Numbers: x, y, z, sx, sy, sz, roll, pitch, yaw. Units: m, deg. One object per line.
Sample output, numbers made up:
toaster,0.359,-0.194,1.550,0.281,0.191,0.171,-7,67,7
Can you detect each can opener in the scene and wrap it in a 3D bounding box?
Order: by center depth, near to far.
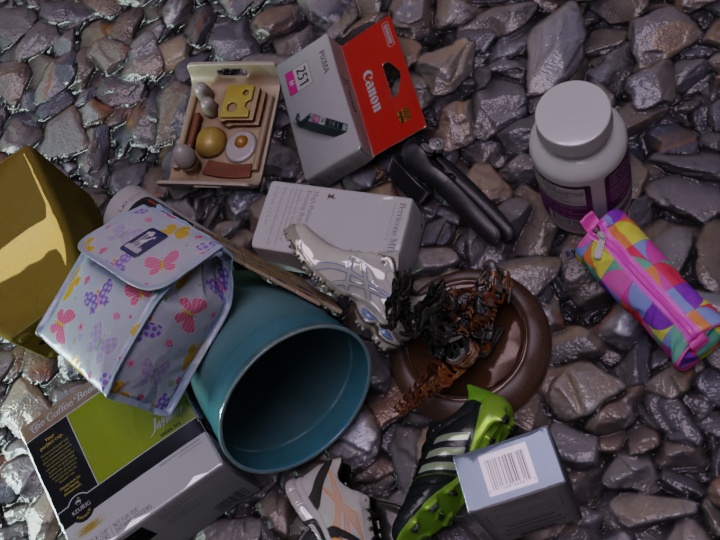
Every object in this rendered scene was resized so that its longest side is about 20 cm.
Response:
can opener,0.121,-0.102,1.314,0.063,0.079,0.200,-26,57,-41

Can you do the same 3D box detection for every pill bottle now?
pill bottle,0.255,-0.131,1.195,0.111,0.200,0.113,-6,65,14

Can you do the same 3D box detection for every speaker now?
speaker,-0.251,-0.038,1.379,0.199,0.081,0.081,31,78,27

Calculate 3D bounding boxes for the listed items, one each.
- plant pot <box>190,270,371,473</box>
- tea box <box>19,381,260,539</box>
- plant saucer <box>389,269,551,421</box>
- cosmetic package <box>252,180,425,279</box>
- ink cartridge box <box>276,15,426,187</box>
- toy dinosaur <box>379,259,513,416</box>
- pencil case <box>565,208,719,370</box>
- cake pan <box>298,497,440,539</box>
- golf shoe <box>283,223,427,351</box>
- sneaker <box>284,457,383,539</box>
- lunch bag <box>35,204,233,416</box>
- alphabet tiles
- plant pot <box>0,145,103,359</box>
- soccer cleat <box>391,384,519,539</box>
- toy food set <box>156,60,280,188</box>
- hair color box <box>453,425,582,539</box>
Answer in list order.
plant pot,-0.120,0.103,1.223,0.200,0.200,0.188,-44,47,-5
tea box,-0.262,0.226,1.234,0.199,0.134,0.197,-34,62,-1
plant saucer,0.127,0.086,1.235,0.199,0.032,0.202,-7,66,15
cosmetic package,-0.028,-0.046,1.318,0.199,0.074,0.102,7,69,21
ink cartridge box,-0.017,-0.235,1.391,0.173,0.043,0.201,-29,60,24
toy dinosaur,0.101,0.071,1.165,0.102,0.136,0.201,-17,42,46
pencil case,0.327,0.019,1.174,0.088,0.088,0.200,-38,62,-2
cake pan,0.003,0.351,1.151,0.199,0.037,0.202,-7,65,15
golf shoe,0.000,0.000,1.232,0.200,0.078,0.097,43,96,2
sneaker,-0.005,0.289,1.118,0.080,0.074,0.200,-35,62,-3
lunch bag,-0.246,0.031,1.153,0.169,0.127,0.201,30,87,40
alphabet tiles,-0.114,-0.003,1.250,0.199,0.166,0.006,28,92,-11
plant pot,-0.429,-0.002,1.361,0.194,0.196,0.200,-35,68,-1
soccer cleat,0.093,0.217,1.146,0.081,0.068,0.200,28,72,41
toy food set,-0.200,-0.205,1.448,0.142,0.060,0.201,2,68,18
hair color box,0.166,0.226,1.063,0.098,0.200,0.061,-19,63,8
